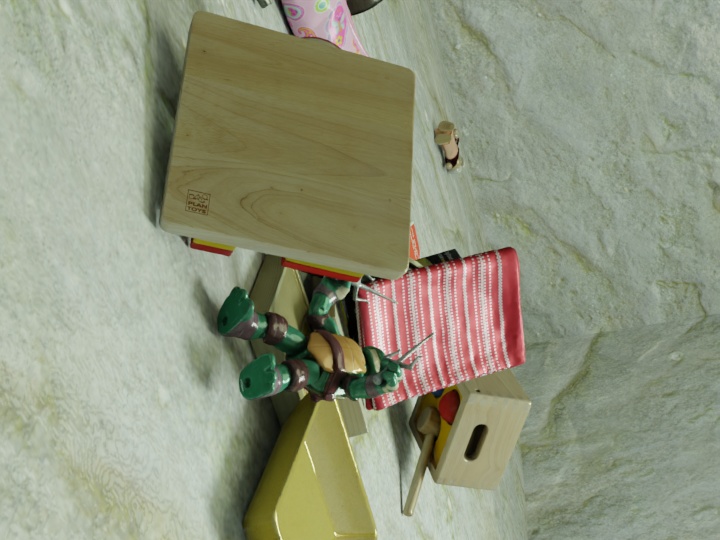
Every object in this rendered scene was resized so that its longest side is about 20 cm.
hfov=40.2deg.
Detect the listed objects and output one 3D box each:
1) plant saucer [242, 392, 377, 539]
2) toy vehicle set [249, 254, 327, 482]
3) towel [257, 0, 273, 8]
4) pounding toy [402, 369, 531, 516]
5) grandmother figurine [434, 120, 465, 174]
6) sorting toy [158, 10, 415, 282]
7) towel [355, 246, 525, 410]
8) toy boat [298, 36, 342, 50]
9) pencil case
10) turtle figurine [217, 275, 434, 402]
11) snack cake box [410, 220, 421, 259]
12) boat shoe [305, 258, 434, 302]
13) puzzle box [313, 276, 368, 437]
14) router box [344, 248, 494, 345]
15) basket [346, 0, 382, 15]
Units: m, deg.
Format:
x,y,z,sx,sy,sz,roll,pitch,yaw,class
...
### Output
x,y,z,sx,sy,sz,roll,pitch,yaw,class
-0.045,0.231,0.881,0.200,0.048,0.200,-67,145,-60,plant saucer
-0.063,0.095,0.978,0.124,0.026,0.200,-77,154,-61,toy vehicle set
-0.129,-0.424,1.084,0.193,0.034,0.200,62,21,-54,towel
0.136,0.235,1.454,0.184,0.142,0.200,-116,-140,-62,pounding toy
0.239,-0.320,2.613,0.122,0.060,0.200,-66,158,-18,grandmother figurine
-0.061,-0.094,0.827,0.070,0.199,0.199,133,-35,-59,sorting toy
0.090,0.062,1.056,0.022,0.200,0.145,26,-54,59,towel
-0.045,-0.124,0.973,0.131,0.130,0.200,-58,127,-80,toy boat
-0.049,-0.322,1.246,0.200,0.087,0.088,67,18,-48,pencil case
-0.024,0.070,0.862,0.200,0.101,0.150,6,30,-43,turtle figurine
0.062,0.032,1.500,0.115,0.067,0.201,-38,117,-74,snack cake box
-0.001,0.001,1.045,0.201,0.074,0.063,27,63,-21,boat shoe
-0.024,0.081,1.078,0.200,0.025,0.133,-98,173,-74,puzzle box
0.063,0.041,1.190,0.200,0.157,0.052,-108,-178,-74,router box
-0.046,-0.459,1.271,0.200,0.136,0.181,59,9,-48,basket
